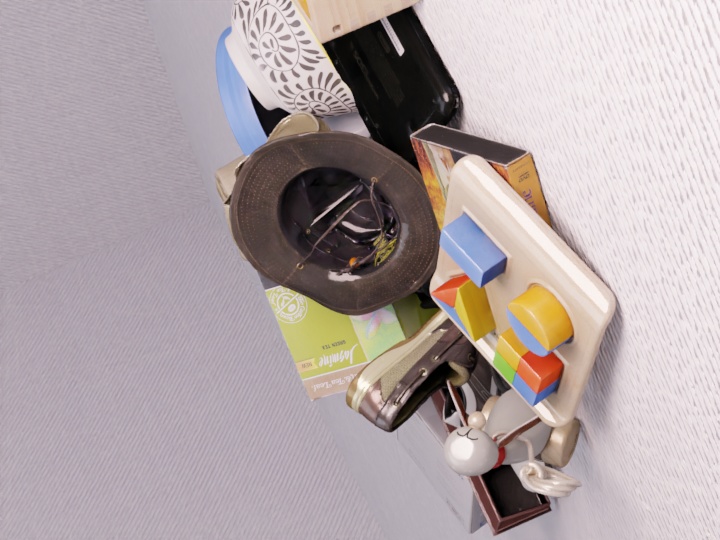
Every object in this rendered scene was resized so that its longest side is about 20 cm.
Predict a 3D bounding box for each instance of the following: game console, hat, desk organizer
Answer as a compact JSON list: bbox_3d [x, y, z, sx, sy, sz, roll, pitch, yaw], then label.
[{"bbox_3d":[0.045,-0.192,1.552,0.200,0.116,0.176,62,141,21],"label":"game console"},{"bbox_3d":[-0.016,-0.061,1.501,0.081,0.200,0.201,-74,-31,-56],"label":"hat"},{"bbox_3d":[0.138,0.179,1.769,0.077,0.072,0.200,87,159,-73],"label":"desk organizer"}]

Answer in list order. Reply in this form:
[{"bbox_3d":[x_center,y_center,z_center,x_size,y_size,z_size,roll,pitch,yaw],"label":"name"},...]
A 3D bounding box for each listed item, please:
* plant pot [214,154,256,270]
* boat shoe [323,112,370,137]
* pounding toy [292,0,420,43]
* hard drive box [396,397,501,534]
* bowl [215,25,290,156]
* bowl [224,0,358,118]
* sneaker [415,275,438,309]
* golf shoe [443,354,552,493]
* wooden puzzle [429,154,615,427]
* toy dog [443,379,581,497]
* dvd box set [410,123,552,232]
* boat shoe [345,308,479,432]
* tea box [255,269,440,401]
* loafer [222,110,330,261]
[{"bbox_3d":[-0.070,-0.095,1.958,0.200,0.183,0.201,156,90,-81],"label":"plant pot"},{"bbox_3d":[-0.019,-0.176,1.806,0.200,0.072,0.068,-120,9,-58],"label":"boat shoe"},{"bbox_3d":[-0.045,-0.302,1.380,0.184,0.142,0.200,76,168,-50],"label":"pounding toy"},{"bbox_3d":[0.114,0.205,1.916,0.156,0.077,0.200,51,167,21],"label":"hard drive box"},{"bbox_3d":[-0.100,-0.188,1.807,0.201,0.039,0.201,51,-150,-45],"label":"bowl"},{"bbox_3d":[-0.078,-0.227,1.677,0.201,0.094,0.201,57,-170,-15],"label":"bowl"},{"bbox_3d":[0.088,-0.009,1.543,0.200,0.087,0.076,88,157,-67],"label":"sneaker"},{"bbox_3d":[0.134,0.153,1.687,0.200,0.094,0.078,67,170,-14],"label":"golf shoe"},{"bbox_3d":[0.121,0.027,1.354,0.185,0.046,0.200,49,154,22],"label":"wooden puzzle"},{"bbox_3d":[0.140,0.131,1.474,0.200,0.132,0.097,-46,-33,-83],"label":"toy dog"},{"bbox_3d":[0.119,-0.023,1.400,0.146,0.029,0.200,25,141,55],"label":"dvd box set"},{"bbox_3d":[0.078,0.082,1.517,0.065,0.200,0.073,45,161,24],"label":"boat shoe"},{"bbox_3d":[0.000,0.000,1.690,0.197,0.133,0.200,67,-155,-10],"label":"tea box"},{"bbox_3d":[-0.080,-0.096,1.582,0.068,0.076,0.200,59,-148,-34],"label":"loafer"}]
